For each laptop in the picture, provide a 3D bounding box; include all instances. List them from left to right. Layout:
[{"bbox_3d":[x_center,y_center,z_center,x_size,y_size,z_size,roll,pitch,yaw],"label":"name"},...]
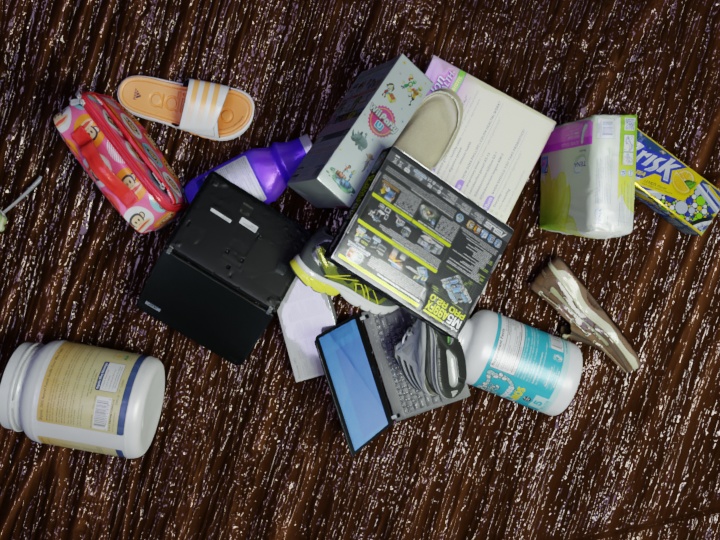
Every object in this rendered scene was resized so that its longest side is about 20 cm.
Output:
[{"bbox_3d":[-0.191,0.001,1.051,0.175,0.103,0.202,31,71,-9],"label":"laptop"},{"bbox_3d":[0.052,0.142,1.081,0.196,0.103,0.181,-18,94,0],"label":"laptop"}]

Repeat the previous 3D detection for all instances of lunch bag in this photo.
[{"bbox_3d":[-0.330,-0.147,1.017,0.081,0.176,0.201,-36,95,5],"label":"lunch bag"}]

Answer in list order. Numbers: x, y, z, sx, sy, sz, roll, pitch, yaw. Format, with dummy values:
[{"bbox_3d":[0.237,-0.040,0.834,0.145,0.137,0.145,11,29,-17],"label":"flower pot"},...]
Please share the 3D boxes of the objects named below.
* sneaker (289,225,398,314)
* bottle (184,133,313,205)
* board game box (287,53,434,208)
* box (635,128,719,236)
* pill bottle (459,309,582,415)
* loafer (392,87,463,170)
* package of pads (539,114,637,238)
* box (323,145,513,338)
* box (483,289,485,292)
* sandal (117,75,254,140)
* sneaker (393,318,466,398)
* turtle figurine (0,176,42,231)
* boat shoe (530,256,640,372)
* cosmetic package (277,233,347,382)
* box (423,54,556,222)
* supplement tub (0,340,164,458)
[{"bbox_3d":[0.000,0.000,1.027,0.198,0.075,0.085,16,118,-39],"label":"sneaker"},{"bbox_3d":[-0.155,-0.133,1.077,0.197,0.065,0.085,-28,97,1],"label":"bottle"},{"bbox_3d":[-0.005,-0.183,0.999,0.064,0.147,0.202,36,81,-21],"label":"board game box"},{"bbox_3d":[0.432,-0.138,1.090,0.198,0.064,0.071,36,93,-4],"label":"box"},{"bbox_3d":[0.213,0.127,1.080,0.197,0.111,0.113,21,93,-2],"label":"pill bottle"},{"bbox_3d":[0.072,-0.154,0.983,0.075,0.068,0.202,34,92,-3],"label":"loafer"},{"bbox_3d":[0.307,-0.125,1.020,0.067,0.200,0.158,0,94,-6],"label":"package of pads"},{"bbox_3d":[0.075,-0.034,0.933,0.198,0.044,0.162,31,84,-15],"label":"box"},{"bbox_3d":[0.094,-0.031,1.079,0.197,0.068,0.084,21,73,-3],"label":"box"},{"bbox_3d":[-0.258,-0.239,1.071,0.202,0.059,0.081,9,94,-2],"label":"sandal"},{"bbox_3d":[0.085,0.072,1.030,0.075,0.114,0.205,1,86,-39],"label":"sneaker"},{"bbox_3d":[-0.582,-0.105,1.067,0.193,0.202,0.144,-34,124,24],"label":"turtle figurine"},{"bbox_3d":[0.331,0.078,1.105,0.075,0.075,0.203,-39,88,15],"label":"boat shoe"},{"bbox_3d":[-0.082,0.054,1.098,0.081,0.051,0.204,-14,94,2],"label":"cosmetic package"},{"bbox_3d":[0.146,-0.175,1.066,0.197,0.097,0.178,27,93,-3],"label":"box"},{"bbox_3d":[-0.392,0.180,1.054,0.196,0.144,0.148,11,94,-2],"label":"supplement tub"}]
